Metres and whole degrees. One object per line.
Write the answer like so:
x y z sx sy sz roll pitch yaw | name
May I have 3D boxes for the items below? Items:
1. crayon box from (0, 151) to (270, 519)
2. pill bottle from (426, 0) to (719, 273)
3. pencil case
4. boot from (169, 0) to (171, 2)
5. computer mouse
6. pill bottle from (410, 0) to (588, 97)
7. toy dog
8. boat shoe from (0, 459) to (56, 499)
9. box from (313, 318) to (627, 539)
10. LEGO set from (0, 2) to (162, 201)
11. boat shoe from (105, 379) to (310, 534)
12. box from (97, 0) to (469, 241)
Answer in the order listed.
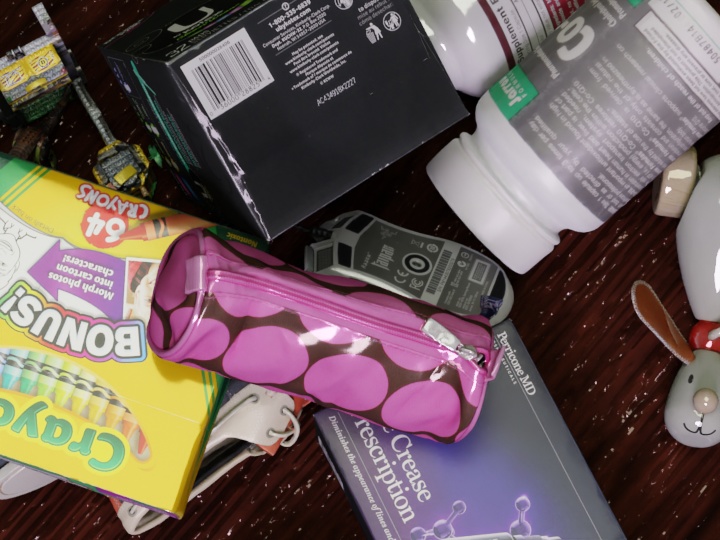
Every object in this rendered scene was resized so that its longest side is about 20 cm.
-0.175 0.036 1.184 0.200 0.058 0.173 18 77 2 | crayon box
0.146 -0.097 1.238 0.200 0.113 0.113 -42 76 10 | pill bottle
-0.020 0.035 1.130 0.200 0.094 0.091 15 80 -16 | pencil case
-0.028 -0.207 1.330 0.200 0.068 0.131 6 79 12 | boot
0.000 0.000 1.266 0.200 0.044 0.110 22 43 6 | computer mouse
0.095 -0.187 1.288 0.200 0.113 0.113 -33 75 -7 | pill bottle
0.232 0.002 1.236 0.132 0.096 0.200 -12 74 -1 | toy dog
-0.165 0.066 1.247 0.200 0.075 0.062 -40 78 -10 | boat shoe
0.076 0.153 1.212 0.141 0.079 0.200 -25 74 -7 | box
-0.236 -0.078 1.268 0.200 0.116 0.154 -21 74 -3 | LEGO set
-0.074 0.094 1.233 0.200 0.071 0.063 -29 60 1 | boat shoe
-0.053 -0.118 1.196 0.148 0.200 0.124 -32 107 -11 | box
